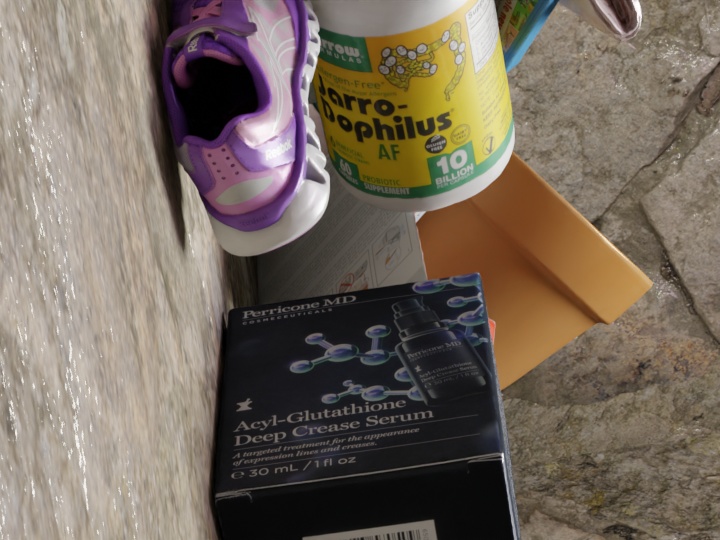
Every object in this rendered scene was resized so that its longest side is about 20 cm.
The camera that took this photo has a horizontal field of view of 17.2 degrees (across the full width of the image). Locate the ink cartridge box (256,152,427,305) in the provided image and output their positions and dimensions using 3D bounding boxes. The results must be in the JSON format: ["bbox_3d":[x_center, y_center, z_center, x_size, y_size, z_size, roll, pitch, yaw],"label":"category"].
[{"bbox_3d":[0.000,0.000,1.459,0.047,0.160,0.200,26,34,-26],"label":"ink cartridge box"}]

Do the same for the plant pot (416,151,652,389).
[{"bbox_3d":[0.075,-0.008,1.576,0.200,0.140,0.200,42,3,-3],"label":"plant pot"}]

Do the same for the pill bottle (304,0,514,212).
[{"bbox_3d":[0.022,-0.140,1.348,0.113,0.112,0.201,-95,175,-47],"label":"pill bottle"}]

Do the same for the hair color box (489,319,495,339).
[{"bbox_3d":[0.020,0.120,1.434,0.061,0.101,0.201,31,51,-33],"label":"hair color box"}]

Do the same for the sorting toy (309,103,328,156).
[{"bbox_3d":[-0.037,-0.118,1.592,0.200,0.106,0.181,41,51,-56],"label":"sorting toy"}]

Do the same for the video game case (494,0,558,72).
[{"bbox_3d":[0.038,-0.218,1.374,0.200,0.018,0.143,48,-23,7],"label":"video game case"}]

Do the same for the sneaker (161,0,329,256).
[{"bbox_3d":[-0.070,-0.109,1.242,0.088,0.080,0.201,47,25,-48],"label":"sneaker"}]

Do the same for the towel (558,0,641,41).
[{"bbox_3d":[0.087,-0.240,1.393,0.191,0.032,0.200,61,-3,-27],"label":"towel"}]

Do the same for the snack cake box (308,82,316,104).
[{"bbox_3d":[-0.074,-0.205,1.412,0.115,0.067,0.201,63,18,-73],"label":"snack cake box"}]

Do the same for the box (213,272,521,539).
[{"bbox_3d":[0.006,0.101,1.273,0.200,0.148,0.108,-93,173,-63],"label":"box"}]
